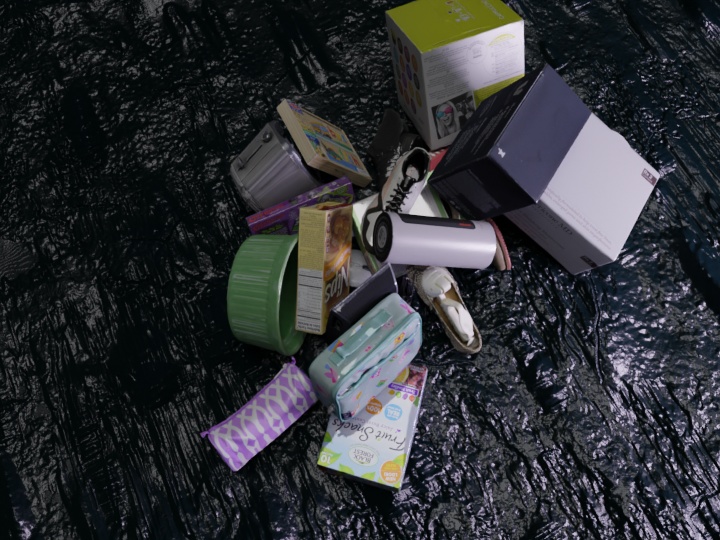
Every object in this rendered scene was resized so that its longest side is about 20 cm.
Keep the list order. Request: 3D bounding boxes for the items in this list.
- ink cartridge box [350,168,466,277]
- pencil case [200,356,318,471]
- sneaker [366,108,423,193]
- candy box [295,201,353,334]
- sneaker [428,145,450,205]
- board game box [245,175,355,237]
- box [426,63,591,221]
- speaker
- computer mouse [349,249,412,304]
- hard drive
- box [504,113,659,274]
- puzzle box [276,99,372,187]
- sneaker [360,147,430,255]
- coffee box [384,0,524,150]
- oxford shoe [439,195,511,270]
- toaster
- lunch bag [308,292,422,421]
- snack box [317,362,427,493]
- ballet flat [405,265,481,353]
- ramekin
[{"bbox_3d":[0.090,-0.081,1.306,0.196,0.048,0.148,-23,84,-11],"label":"ink cartridge box"},{"bbox_3d":[-0.158,0.235,1.215,0.199,0.084,0.086,-41,107,-16],"label":"pencil case"},{"bbox_3d":[0.051,-0.206,1.415,0.103,0.060,0.204,21,83,33],"label":"sneaker"},{"bbox_3d":[-0.060,-0.007,1.247,0.054,0.115,0.206,7,103,21],"label":"candy box"},{"bbox_3d":[0.137,-0.194,1.378,0.073,0.086,0.203,-3,56,51],"label":"sneaker"},{"bbox_3d":[-0.097,-0.081,1.334,0.196,0.122,0.033,-23,47,-9],"label":"board game box"},{"bbox_3d":[0.240,-0.201,1.220,0.117,0.199,0.198,40,71,-14],"label":"box"},{"bbox_3d":[0.122,-0.047,1.217,0.195,0.081,0.083,4,63,-23],"label":"speaker"},{"bbox_3d":[0.000,0.000,1.335,0.194,0.044,0.112,5,67,4],"label":"computer mouse"},{"bbox_3d":[0.003,0.070,1.218,0.134,0.201,0.042,-39,77,-17],"label":"hard drive"},{"bbox_3d":[0.378,-0.140,1.298,0.198,0.131,0.202,38,70,-7],"label":"box"},{"bbox_3d":[-0.063,-0.230,1.365,0.025,0.199,0.135,-38,67,21],"label":"puzzle box"},{"bbox_3d":[0.058,-0.122,1.247,0.072,0.080,0.204,25,81,-4],"label":"sneaker"},{"bbox_3d":[0.177,-0.385,1.380,0.195,0.201,0.201,-19,42,-6],"label":"coffee box"},{"bbox_3d":[0.200,-0.079,1.339,0.074,0.070,0.203,-31,85,-2],"label":"oxford shoe"},{"bbox_3d":[-0.143,-0.160,1.341,0.128,0.200,0.114,-38,49,6],"label":"toaster"},{"bbox_3d":[0.010,0.138,1.154,0.199,0.161,0.077,-41,68,-18],"label":"lunch bag"},{"bbox_3d":[0.023,0.243,1.221,0.139,0.053,0.204,13,66,9],"label":"snack box"},{"bbox_3d":[0.148,0.053,1.247,0.067,0.075,0.202,-34,97,-11],"label":"ballet flat"},{"bbox_3d":[-0.148,0.035,1.246,0.095,0.201,0.205,7,66,13],"label":"ramekin"}]
